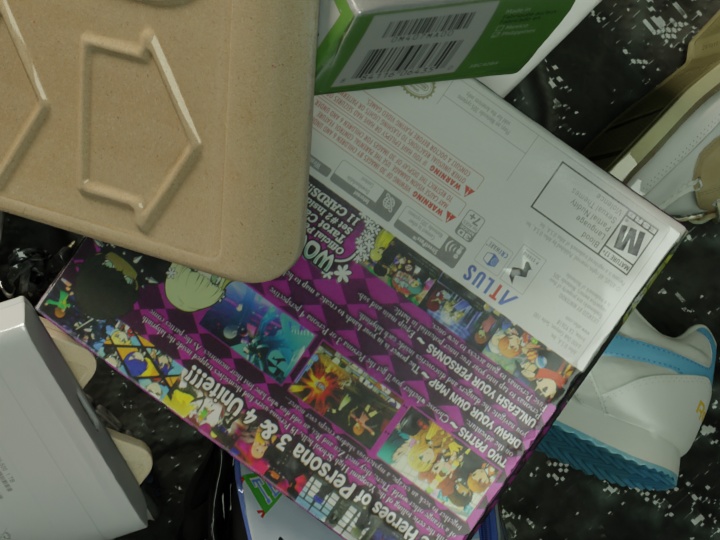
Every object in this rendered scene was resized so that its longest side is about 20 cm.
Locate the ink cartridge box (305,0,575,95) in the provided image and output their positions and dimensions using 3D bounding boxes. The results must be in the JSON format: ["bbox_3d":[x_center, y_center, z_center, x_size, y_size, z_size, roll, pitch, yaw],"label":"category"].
[{"bbox_3d":[-0.005,-0.169,1.007,0.103,0.059,0.201,-9,63,-31],"label":"ink cartridge box"}]

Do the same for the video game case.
[{"bbox_3d":[0.000,0.000,1.028,0.200,0.036,0.182,35,93,7],"label":"video game case"}]

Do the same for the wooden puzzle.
[{"bbox_3d":[-0.103,-0.106,0.987,0.199,0.046,0.186,14,114,23],"label":"wooden puzzle"}]

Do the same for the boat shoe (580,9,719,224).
[{"bbox_3d":[0.153,-0.054,1.135,0.200,0.075,0.068,-44,102,-10],"label":"boat shoe"}]

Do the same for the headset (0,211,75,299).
[{"bbox_3d":[-0.197,-0.069,1.105,0.123,0.094,0.200,-40,90,3],"label":"headset"}]

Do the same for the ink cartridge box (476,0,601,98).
[{"bbox_3d":[0.011,-0.080,1.110,0.200,0.117,0.067,-45,100,5],"label":"ink cartridge box"}]

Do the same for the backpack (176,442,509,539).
[{"bbox_3d":[-0.004,0.146,1.120,0.153,0.200,0.192,-14,95,-8],"label":"backpack"}]

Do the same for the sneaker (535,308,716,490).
[{"bbox_3d":[0.066,0.024,1.163,0.199,0.077,0.081,27,74,-5],"label":"sneaker"}]

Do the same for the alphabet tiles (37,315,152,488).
[{"bbox_3d":[-0.198,0.082,1.099,0.195,0.015,0.200,21,126,-25],"label":"alphabet tiles"}]

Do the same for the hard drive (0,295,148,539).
[{"bbox_3d":[-0.206,0.091,1.079,0.199,0.027,0.132,-19,132,8],"label":"hard drive"}]

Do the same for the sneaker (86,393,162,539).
[{"bbox_3d":[-0.181,0.063,1.143,0.087,0.075,0.200,-43,100,8],"label":"sneaker"}]
